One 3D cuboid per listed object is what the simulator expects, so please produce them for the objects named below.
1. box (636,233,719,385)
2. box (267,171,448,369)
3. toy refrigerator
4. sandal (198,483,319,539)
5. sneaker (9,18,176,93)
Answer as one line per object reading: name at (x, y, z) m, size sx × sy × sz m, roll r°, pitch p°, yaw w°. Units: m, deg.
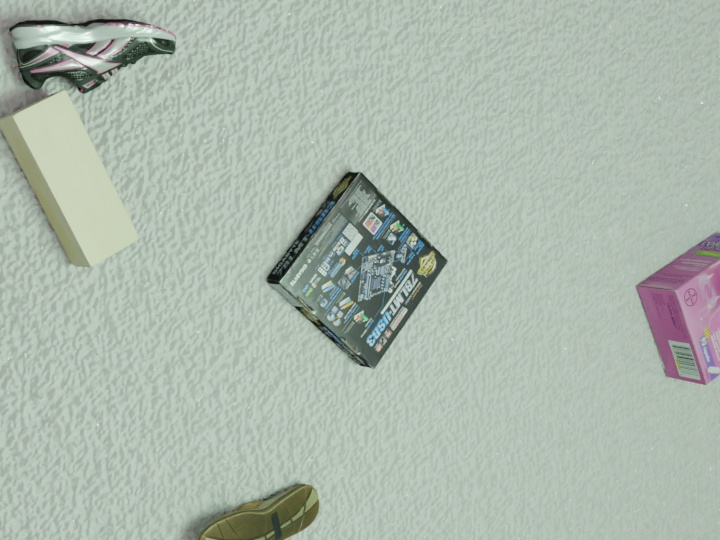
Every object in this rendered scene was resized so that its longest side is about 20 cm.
box at (0.587, 0.062, 1.876) m, size 0.199 × 0.096 × 0.177 m, roll -29°, pitch 107°, yaw -24°
box at (0.000, 0.000, 1.579) m, size 0.198 × 0.050 × 0.201 m, roll 43°, pitch 74°, yaw -25°
toy refrigerator at (-0.356, -0.110, 1.367) m, size 0.076 × 0.070 × 0.202 m, roll -34°, pitch 110°, yaw -29°
sandal at (-0.142, 0.346, 1.534) m, size 0.199 × 0.054 × 0.081 m, roll -20°, pitch 110°, yaw -41°
sneaker at (-0.327, -0.263, 1.375) m, size 0.198 × 0.080 × 0.087 m, roll -5°, pitch 109°, yaw -20°
